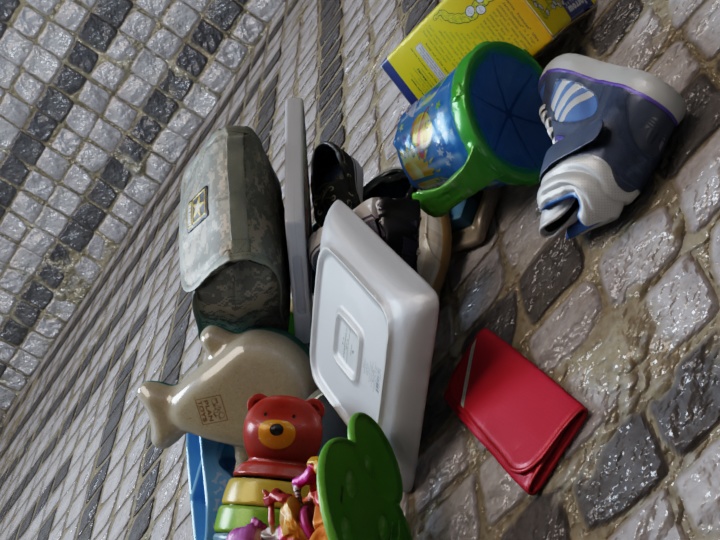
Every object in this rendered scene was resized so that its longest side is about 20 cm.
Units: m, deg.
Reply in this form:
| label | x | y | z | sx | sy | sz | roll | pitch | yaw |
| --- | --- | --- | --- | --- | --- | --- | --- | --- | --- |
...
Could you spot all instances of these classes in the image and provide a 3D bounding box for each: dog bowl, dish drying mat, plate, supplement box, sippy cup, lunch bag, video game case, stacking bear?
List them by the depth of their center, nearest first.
| label | x | y | z | sx | sy | sz | roll | pitch | yaw |
| --- | --- | --- | --- | --- | --- | --- | --- | --- | --- |
| dish drying mat | 0.116 | 0.106 | 0.897 | 0.077 | 0.018 | 0.200 | -57 | 18 | 4 |
| plate | 0.000 | 0.066 | 1.005 | 0.200 | 0.032 | 0.202 | 46 | 136 | 51 |
| stacking bear | -0.079 | 0.213 | 1.014 | 0.114 | 0.120 | 0.203 | 60 | -145 | -73 |
| sippy cup | 0.106 | -0.133 | 1.082 | 0.176 | 0.141 | 0.130 | -17 | -3 | -41 |
| lunch bag | -0.134 | -0.036 | 1.197 | 0.201 | 0.116 | 0.166 | 92 | 174 | -61 |
| supplement box | 0.135 | -0.254 | 1.208 | 0.109 | 0.110 | 0.200 | -40 | 2 | -44 |
| video game case | -0.067 | -0.055 | 1.227 | 0.184 | 0.023 | 0.202 | 89 | 178 | -46 |
| dog bowl | -0.162 | 0.233 | 1.255 | 0.112 | 0.049 | 0.202 | 112 | 154 | -47 |

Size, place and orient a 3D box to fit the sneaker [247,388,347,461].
| label | x | y | z | sx | sy | sz | roll | pitch | yaw |
| --- | --- | --- | --- | --- | --- | --- | --- | --- | --- |
| sneaker | -0.066 | 0.215 | 1.115 | 0.201 | 0.074 | 0.106 | -56 | 21 | 12 |

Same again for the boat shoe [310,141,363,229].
| label | x | y | z | sx | sy | sz | roll | pitch | yaw |
| --- | --- | --- | --- | --- | --- | --- | --- | --- | --- |
| boat shoe | -0.030 | -0.076 | 1.272 | 0.068 | 0.057 | 0.201 | -35 | 32 | 19 |

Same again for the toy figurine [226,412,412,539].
| label | x | y | z | sx | sy | sz | roll | pitch | yaw |
| --- | --- | --- | --- | --- | --- | --- | --- | --- | --- |
| toy figurine | -0.064 | 0.222 | 0.895 | 0.182 | 0.151 | 0.201 | -26 | 26 | 18 |

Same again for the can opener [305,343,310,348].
| label | x | y | z | sx | sy | sz | roll | pitch | yaw |
| --- | --- | --- | --- | --- | --- | --- | --- | --- | --- |
| can opener | -0.067 | 0.152 | 1.276 | 0.202 | 0.053 | 0.067 | -65 | -16 | -13 |

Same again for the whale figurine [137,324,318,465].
| label | x | y | z | sx | sy | sz | roll | pitch | yaw |
| --- | --- | --- | --- | --- | --- | --- | --- | --- | --- |
| whale figurine | -0.137 | 0.132 | 1.207 | 0.197 | 0.161 | 0.104 | -15 | 10 | 13 |

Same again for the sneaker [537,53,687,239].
| label | x | y | z | sx | sy | sz | roll | pitch | yaw |
| --- | --- | --- | --- | --- | --- | --- | --- | --- | --- |
| sneaker | 0.177 | -0.101 | 0.955 | 0.147 | 0.080 | 0.200 | -55 | 24 | -1 |

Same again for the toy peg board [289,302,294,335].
| label | x | y | z | sx | sy | sz | roll | pitch | yaw |
| --- | --- | --- | --- | --- | --- | --- | --- | --- | --- |
| toy peg board | -0.137 | 0.116 | 1.412 | 0.201 | 0.097 | 0.200 | -61 | 18 | -6 |

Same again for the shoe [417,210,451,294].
| label | x | y | z | sx | sy | sz | roll | pitch | yaw |
| --- | --- | --- | --- | --- | --- | --- | --- | --- | --- |
| shoe | 0.043 | 0.015 | 1.123 | 0.070 | 0.053 | 0.203 | -14 | 57 | 56 |

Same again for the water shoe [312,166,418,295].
| label | x | y | z | sx | sy | sz | roll | pitch | yaw |
| --- | --- | --- | --- | --- | --- | --- | --- | --- | --- |
| water shoe | -0.015 | -0.049 | 1.329 | 0.200 | 0.071 | 0.079 | -46 | 1 | 8 |

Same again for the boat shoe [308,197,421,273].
| label | x | y | z | sx | sy | sz | roll | pitch | yaw |
| --- | --- | --- | --- | --- | --- | --- | --- | --- | --- |
| boat shoe | 0.000 | 0.000 | 1.087 | 0.200 | 0.074 | 0.094 | 144 | 127 | -66 |

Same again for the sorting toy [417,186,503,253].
| label | x | y | z | sx | sy | sz | roll | pitch | yaw |
| --- | --- | --- | --- | --- | --- | --- | --- | --- | --- |
| sorting toy | 0.101 | -0.094 | 1.214 | 0.199 | 0.036 | 0.187 | -26 | 38 | 59 |
